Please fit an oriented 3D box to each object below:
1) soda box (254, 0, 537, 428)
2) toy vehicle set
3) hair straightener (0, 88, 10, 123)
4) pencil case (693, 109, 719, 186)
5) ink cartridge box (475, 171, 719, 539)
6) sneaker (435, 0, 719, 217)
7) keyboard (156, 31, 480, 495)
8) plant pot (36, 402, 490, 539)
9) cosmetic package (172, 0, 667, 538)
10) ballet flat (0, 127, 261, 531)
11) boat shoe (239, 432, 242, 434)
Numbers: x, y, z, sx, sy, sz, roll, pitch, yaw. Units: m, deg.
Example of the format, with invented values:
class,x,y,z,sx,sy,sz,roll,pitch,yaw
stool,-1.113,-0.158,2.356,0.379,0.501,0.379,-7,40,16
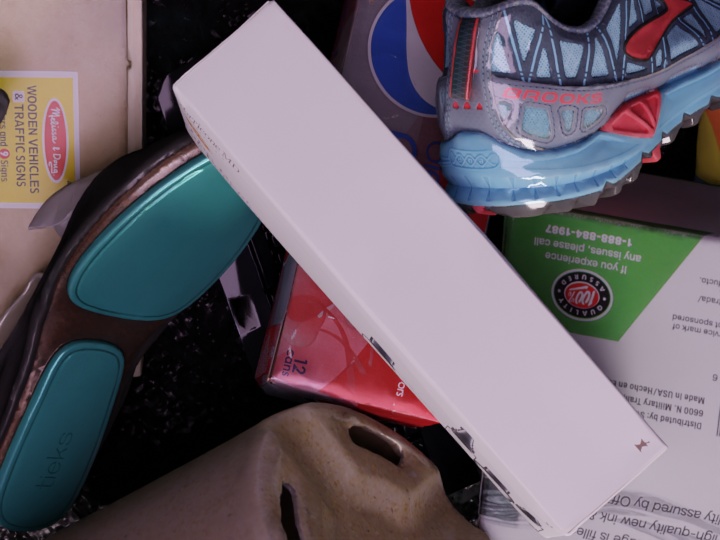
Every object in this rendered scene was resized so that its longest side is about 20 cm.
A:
class,x,y,z,sx,sy,sz,roll,pitch,yaw
soda box,0.017,-0.044,1.005,0.070,0.063,0.200,14,84,-6
toy vehicle set,-0.147,-0.055,1.056,0.124,0.027,0.200,1,110,-2
hair straightener,-0.182,0.014,1.028,0.077,0.041,0.200,35,109,22
pencil case,0.165,-0.002,1.056,0.088,0.088,0.200,1,108,-2
ink cartridge box,0.123,0.073,0.997,0.147,0.083,0.200,11,107,19
sneaker,0.092,-0.097,0.954,0.079,0.200,0.096,2,118,31
keyboard,0.000,0.000,1.050,0.104,0.040,0.200,-24,102,-19
plant pot,-0.048,0.150,0.975,0.183,0.200,0.200,-37,107,29
cosmetic package,0.018,0.003,0.923,0.051,0.083,0.200,-41,85,-6
ballet flat,-0.105,0.008,1.026,0.068,0.068,0.200,17,116,-43
boat shoe,-0.028,0.166,1.116,0.072,0.069,0.200,1,110,-2
